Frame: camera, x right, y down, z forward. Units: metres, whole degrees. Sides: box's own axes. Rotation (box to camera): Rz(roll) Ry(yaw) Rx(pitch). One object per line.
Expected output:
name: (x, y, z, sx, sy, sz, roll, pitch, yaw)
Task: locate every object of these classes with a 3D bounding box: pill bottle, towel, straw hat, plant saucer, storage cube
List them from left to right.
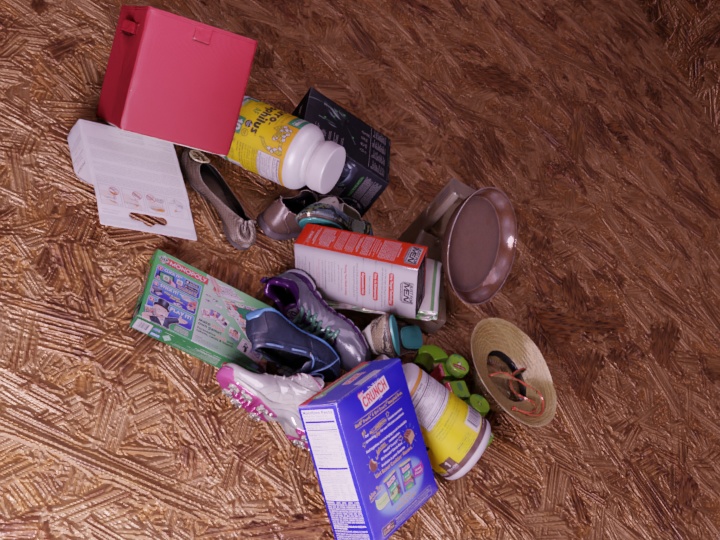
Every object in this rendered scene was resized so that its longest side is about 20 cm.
storage cube: (-0.281, -0.289, 1.488, 0.199, 0.181, 0.171, 12, 8, -30)
pill bottle: (-0.130, -0.202, 1.612, 0.199, 0.113, 0.113, 26, 32, 17)
towel: (0.031, 0.021, 1.589, 0.198, 0.024, 0.153, 4, 39, 5)
pill bottle: (0.089, 0.214, 1.457, 0.200, 0.109, 0.109, 38, 36, -8)
plant saucer: (0.197, -0.043, 1.658, 0.034, 0.202, 0.199, 13, 14, 40)
straw hat: (0.233, 0.188, 1.647, 0.200, 0.085, 0.202, 24, 45, -27)

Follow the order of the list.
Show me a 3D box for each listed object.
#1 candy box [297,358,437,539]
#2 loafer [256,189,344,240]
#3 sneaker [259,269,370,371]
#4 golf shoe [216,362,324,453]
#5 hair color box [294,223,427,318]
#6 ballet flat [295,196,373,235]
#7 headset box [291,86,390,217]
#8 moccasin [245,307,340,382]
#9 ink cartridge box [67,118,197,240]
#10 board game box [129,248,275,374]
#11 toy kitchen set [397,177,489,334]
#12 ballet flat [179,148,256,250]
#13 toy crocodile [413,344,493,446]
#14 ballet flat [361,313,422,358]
candy box: (0.013, 0.241, 1.314, 0.169, 0.077, 0.202, -26, 103, -53)
loafer: (-0.082, -0.096, 1.641, 0.199, 0.071, 0.073, -17, 66, -51)
sneaker: (-0.073, 0.083, 1.462, 0.200, 0.075, 0.087, 45, 24, 20)
golf shoe: (-0.103, 0.170, 1.327, 0.199, 0.075, 0.092, 36, 63, -21)
hair color box: (0.000, 0.000, 1.516, 0.198, 0.102, 0.061, 13, 40, 14)
ballet flat: (-0.043, -0.084, 1.611, 0.200, 0.074, 0.075, 29, 31, -57)
headset box: (-0.051, -0.218, 1.765, 0.199, 0.093, 0.175, 31, 30, -18)
moccasin: (-0.100, 0.124, 1.376, 0.200, 0.080, 0.069, 35, 40, -43)
ink cartridge box: (-0.337, -0.124, 1.446, 0.159, 0.047, 0.201, 10, 49, -40)
board game box: (-0.217, 0.066, 1.380, 0.199, 0.029, 0.135, 29, 37, -20)
toy kitchen set: (0.106, -0.041, 1.677, 0.162, 0.181, 0.201, 26, 39, -20)
ballet flat: (-0.222, -0.121, 1.553, 0.067, 0.046, 0.201, -10, 61, -50)
toy crocodile: (0.151, 0.203, 1.568, 0.061, 0.068, 0.201, 0, 52, -38)
ballet flat: (0.040, 0.107, 1.518, 0.200, 0.075, 0.068, 20, 61, -72)
